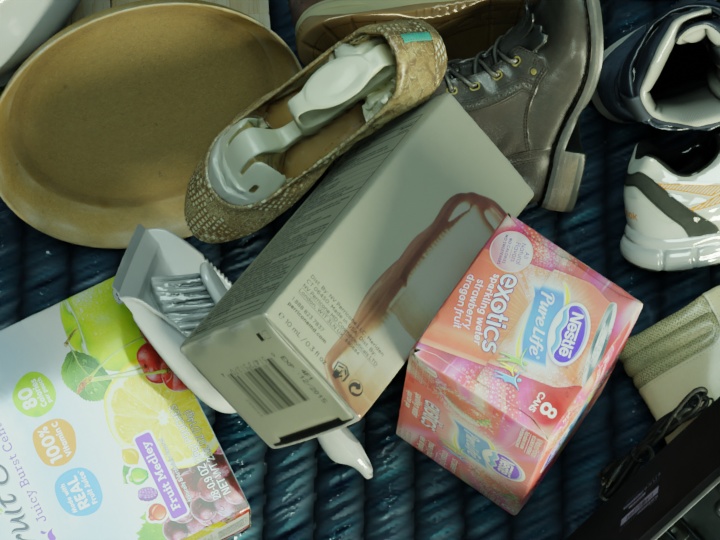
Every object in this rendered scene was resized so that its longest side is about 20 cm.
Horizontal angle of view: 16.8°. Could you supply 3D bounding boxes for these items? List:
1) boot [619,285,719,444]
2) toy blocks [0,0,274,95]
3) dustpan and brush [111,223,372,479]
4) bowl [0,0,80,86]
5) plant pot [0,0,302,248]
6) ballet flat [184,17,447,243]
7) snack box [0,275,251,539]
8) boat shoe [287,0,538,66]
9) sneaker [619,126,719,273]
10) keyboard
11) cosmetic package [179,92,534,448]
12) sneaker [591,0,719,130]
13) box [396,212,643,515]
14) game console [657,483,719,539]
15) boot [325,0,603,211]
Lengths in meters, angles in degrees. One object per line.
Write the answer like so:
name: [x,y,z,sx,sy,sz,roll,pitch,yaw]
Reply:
boot: [0.271,0.070,1.492,0.199,0.073,0.156,-24,74,1]
toy blocks: [-0.133,-0.161,1.555,0.199,0.100,0.137,-3,61,-2]
dustpan and brush: [-0.066,0.058,1.481,0.057,0.140,0.200,-30,104,11]
bowl: [-0.239,-0.171,1.472,0.200,0.091,0.202,-15,43,14]
plant pot: [-0.131,-0.093,1.480,0.199,0.200,0.028,-16,48,-7]
ballet flat: [-0.040,-0.087,1.443,0.200,0.065,0.071,-39,73,18]
snack box: [-0.190,0.120,1.467,0.199,0.068,0.169,-26,75,-8]
boat shoe: [0.049,-0.171,1.563,0.199,0.072,0.072,-6,50,-16]
sneaker: [0.259,-0.054,1.519,0.199,0.074,0.080,-10,111,-6]
keyboard: [0.173,0.127,1.426,0.021,0.200,0.127,35,35,-12]
cosmetic package: [0.000,0.000,1.419,0.087,0.103,0.200,47,57,-13]
sneaker: [0.241,-0.158,1.510,0.202,0.146,0.077,-40,97,-1]
box: [0.088,0.060,1.423,0.094,0.200,0.103,34,74,9]
game console: [0.260,0.208,1.394,0.176,0.116,0.200,-43,96,13]
boot: [0.057,-0.118,1.510,0.173,0.069,0.201,4,113,-4]
